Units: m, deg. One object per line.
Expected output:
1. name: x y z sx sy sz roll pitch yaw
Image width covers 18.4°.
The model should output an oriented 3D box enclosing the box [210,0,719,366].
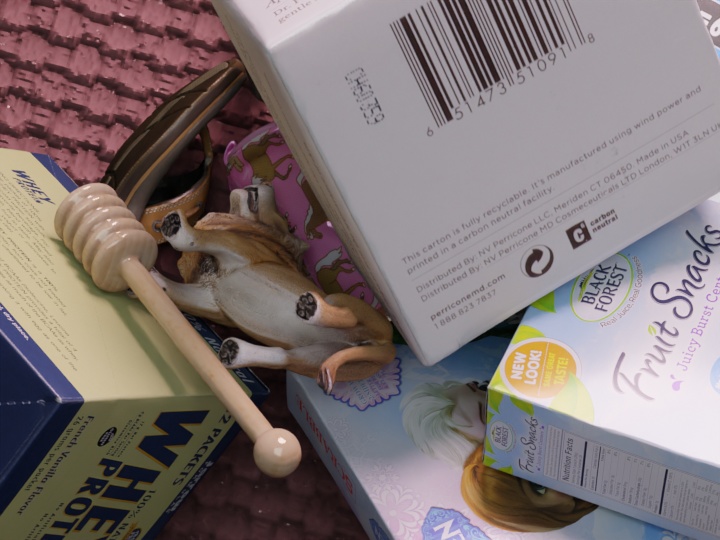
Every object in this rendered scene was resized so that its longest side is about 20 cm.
1. box: 0.058 -0.100 1.089 0.198 0.131 0.201 -30 121 -3

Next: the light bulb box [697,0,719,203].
1. light bulb box: 0.226 -0.080 1.259 0.197 0.125 0.201 28 81 4

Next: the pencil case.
1. pencil case: 0.000 0.000 1.261 0.086 0.083 0.201 -23 80 -32

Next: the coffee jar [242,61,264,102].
1. coffee jar: 0.035 -0.142 1.207 0.199 0.104 0.086 -8 64 -24

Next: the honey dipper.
1. honey dipper: -0.086 0.029 1.077 0.038 0.038 0.200 -38 54 -8

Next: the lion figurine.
1. lion figurine: -0.037 0.019 1.141 0.200 0.122 0.073 41 107 41

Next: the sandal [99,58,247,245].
1. sandal: -0.122 -0.033 1.267 0.054 0.082 0.201 34 87 -18

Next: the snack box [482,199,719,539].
1. snack box: 0.181 0.050 1.107 0.199 0.068 0.169 17 49 16

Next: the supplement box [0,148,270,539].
1. supplement box: -0.192 0.046 1.130 0.200 0.200 0.134 45 107 20

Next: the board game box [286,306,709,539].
1. board game box: 0.092 0.092 1.144 0.199 0.041 0.200 -22 52 -17
